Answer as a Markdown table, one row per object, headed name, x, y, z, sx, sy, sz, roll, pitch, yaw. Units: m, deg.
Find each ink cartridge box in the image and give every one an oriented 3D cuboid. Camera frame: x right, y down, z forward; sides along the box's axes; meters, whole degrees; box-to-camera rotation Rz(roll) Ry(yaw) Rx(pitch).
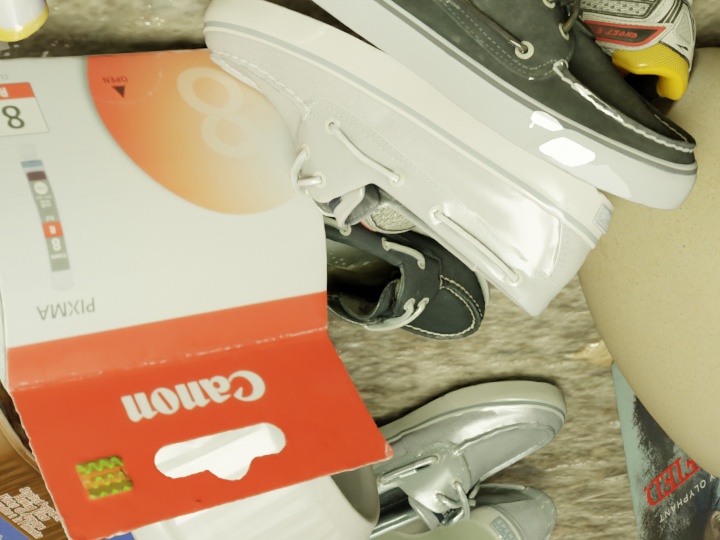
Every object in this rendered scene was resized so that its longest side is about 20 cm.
| name | x | y | z | sx | sy | sz | roll | pitch | yaw |
| --- | --- | --- | --- | --- | --- | --- | --- | --- | --- |
| ink cartridge box | -0.081 | -0.002 | 0.622 | 0.162 | 0.200 | 0.050 | -10 | 150 | -38 |

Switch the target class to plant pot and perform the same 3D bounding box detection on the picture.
| name | x | y | z | sx | sy | sz | roll | pitch | yaw |
| --- | --- | --- | --- | --- | --- | --- | --- | --- | --- |
| plant pot | 0.174 | -0.024 | 0.691 | 0.134 | 0.200 | 0.200 | 38 | 133 | -8 |

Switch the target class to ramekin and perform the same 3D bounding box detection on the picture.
| name | x | y | z | sx | sy | sz | roll | pitch | yaw |
| --- | --- | --- | --- | --- | --- | --- | --- | --- | --- |
| ramekin | -0.064 | 0.079 | 0.793 | 0.094 | 0.203 | 0.202 | -25 | 141 | 7 |

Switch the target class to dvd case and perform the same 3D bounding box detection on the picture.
| name | x | y | z | sx | sy | sz | roll | pitch | yaw |
| --- | --- | --- | --- | --- | --- | --- | --- | --- | --- |
| dvd case | 0.196 | 0.101 | 0.835 | 0.022 | 0.200 | 0.146 | 10 | 143 | -19 |

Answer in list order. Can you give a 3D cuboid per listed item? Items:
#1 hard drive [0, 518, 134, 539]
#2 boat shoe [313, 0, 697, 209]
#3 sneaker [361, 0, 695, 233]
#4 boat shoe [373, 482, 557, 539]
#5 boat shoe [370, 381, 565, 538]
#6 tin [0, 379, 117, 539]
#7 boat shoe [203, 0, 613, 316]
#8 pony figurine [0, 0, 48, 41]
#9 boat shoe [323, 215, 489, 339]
| name | x | y | z | sx | sy | sz | roll | pitch | yaw |
| --- | --- | --- | --- | --- | --- | --- | --- | --- | --- |
| hard drive | -0.163 | 0.164 | 1.039 | 0.200 | 0.025 | 0.132 | -3 | 145 | -2 |
| boat shoe | 0.054 | -0.097 | 0.594 | 0.200 | 0.069 | 0.057 | 34 | 113 | 4 |
| sneaker | 0.065 | -0.070 | 0.682 | 0.078 | 0.082 | 0.200 | 24 | 137 | -33 |
| boat shoe | 0.068 | 0.188 | 1.048 | 0.071 | 0.070 | 0.201 | -27 | 180 | -32 |
| boat shoe | 0.041 | 0.134 | 0.957 | 0.200 | 0.072 | 0.070 | -21 | 142 | 13 |
| tin | -0.156 | 0.058 | 0.671 | 0.042 | 0.112 | 0.200 | -19 | 150 | 2 |
| boat shoe | 0.007 | -0.049 | 0.638 | 0.200 | 0.069 | 0.072 | 32 | 178 | 10 |
| pony figurine | -0.152 | -0.172 | 0.461 | 0.193 | 0.167 | 0.200 | 14 | 140 | 34 |
| boat shoe | 0.000 | 0.000 | 0.793 | 0.076 | 0.060 | 0.200 | -30 | 137 | 32 |
